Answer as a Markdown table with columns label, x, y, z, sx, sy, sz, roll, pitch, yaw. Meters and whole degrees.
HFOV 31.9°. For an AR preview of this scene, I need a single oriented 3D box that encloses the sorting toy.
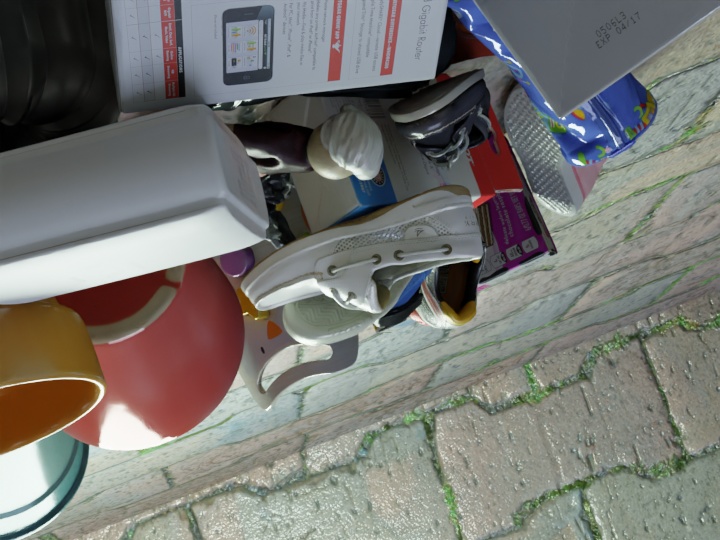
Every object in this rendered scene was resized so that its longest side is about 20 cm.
| label | x | y | z | sx | sy | sz | roll | pitch | yaw |
| --- | --- | --- | --- | --- | --- | --- | --- | --- | --- |
| sorting toy | -0.080 | 0.031 | 1.215 | 0.199 | 0.182 | 0.106 | -29 | 164 | 26 |

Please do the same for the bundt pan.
| label | x | y | z | sx | sy | sz | roll | pitch | yaw |
| --- | --- | --- | --- | --- | --- | --- | --- | --- | --- |
| bundt pan | -0.229 | -0.095 | 0.751 | 0.200 | 0.077 | 0.202 | -20 | 165 | -6 |

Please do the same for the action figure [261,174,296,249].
| label | x | y | z | sx | sy | sz | roll | pitch | yaw |
| --- | --- | --- | --- | --- | --- | --- | --- | --- | --- |
| action figure | -0.039 | -0.062 | 1.101 | 0.198 | 0.103 | 0.119 | -16 | 163 | -31 |

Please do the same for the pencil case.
| label | x | y | z | sx | sy | sz | roll | pitch | yaw |
| --- | --- | --- | --- | --- | --- | --- | --- | --- | --- |
| pencil case | 0.125 | -0.154 | 0.856 | 0.078 | 0.087 | 0.200 | -34 | 126 | 18 |

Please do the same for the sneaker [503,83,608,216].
| label | x | y | z | sx | sy | sz | roll | pitch | yaw |
| --- | --- | --- | --- | --- | --- | --- | --- | --- | --- |
| sneaker | 0.203 | -0.147 | 1.234 | 0.105 | 0.075 | 0.201 | -53 | 149 | -15 |

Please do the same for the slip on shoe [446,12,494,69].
| label | x | y | z | sx | sy | sz | roll | pitch | yaw |
| --- | --- | --- | --- | --- | --- | --- | --- | --- | --- |
| slip on shoe | 0.092 | -0.184 | 0.934 | 0.199 | 0.062 | 0.074 | -31 | 165 | 35 |

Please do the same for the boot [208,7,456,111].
| label | x | y | z | sx | sy | sz | roll | pitch | yaw |
| --- | --- | --- | --- | --- | --- | --- | --- | --- | --- |
| boot | -0.005 | -0.165 | 0.819 | 0.166 | 0.077 | 0.200 | -11 | 167 | -30 |

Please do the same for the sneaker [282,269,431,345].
| label | x | y | z | sx | sy | sz | roll | pitch | yaw |
| --- | --- | --- | --- | --- | --- | --- | --- | --- | --- |
| sneaker | 0.000 | 0.023 | 1.112 | 0.200 | 0.077 | 0.112 | -42 | 165 | -37 |

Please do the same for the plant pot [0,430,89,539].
| label | x | y | z | sx | sy | sz | roll | pitch | yaw |
| --- | --- | --- | --- | --- | --- | --- | --- | --- | --- |
| plant pot | -0.355 | 0.135 | 1.198 | 0.198 | 0.202 | 0.197 | -16 | 157 | -21 |

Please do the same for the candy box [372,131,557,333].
| label | x | y | z | sx | sy | sz | roll | pitch | yaw |
| --- | --- | --- | --- | --- | --- | --- | --- | --- | --- |
| candy box | 0.083 | -0.037 | 1.292 | 0.198 | 0.138 | 0.061 | -27 | 170 | 16 |

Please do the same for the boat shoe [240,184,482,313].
| label | x | y | z | sx | sy | sz | roll | pitch | yaw |
| --- | --- | --- | --- | --- | --- | --- | --- | --- | --- |
| boat shoe | 0.000 | 0.000 | 0.973 | 0.198 | 0.070 | 0.071 | -22 | 168 | 19 |

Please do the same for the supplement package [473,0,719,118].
| label | x | y | z | sx | sy | sz | roll | pitch | yaw |
| --- | --- | --- | --- | --- | --- | --- | --- | --- | --- |
| supplement package | 0.154 | -0.198 | 0.719 | 0.121 | 0.120 | 0.200 | -34 | -174 | 39 |

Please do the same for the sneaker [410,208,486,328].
| label | x | y | z | sx | sy | sz | roll | pitch | yaw |
| --- | --- | --- | --- | --- | --- | --- | --- | --- | --- |
| sneaker | 0.090 | -0.043 | 1.200 | 0.077 | 0.203 | 0.082 | -5 | -169 | -26 |

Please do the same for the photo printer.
| label | x | y | z | sx | sy | sz | roll | pitch | yaw |
| --- | --- | --- | --- | --- | --- | --- | --- | --- | --- |
| photo printer | -0.162 | -0.031 | 0.728 | 0.197 | 0.070 | 0.166 | -14 | 174 | 2 |

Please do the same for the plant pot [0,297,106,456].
| label | x | y | z | sx | sy | sz | roll | pitch | yaw |
| --- | --- | --- | --- | --- | --- | --- | --- | --- | --- |
| plant pot | -0.298 | 0.028 | 0.875 | 0.198 | 0.185 | 0.200 | -20 | 165 | -6 |

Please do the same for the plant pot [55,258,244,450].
| label | x | y | z | sx | sy | sz | roll | pitch | yaw |
| --- | --- | --- | --- | --- | --- | --- | --- | --- | --- |
| plant pot | -0.201 | 0.027 | 1.049 | 0.198 | 0.202 | 0.178 | -20 | 156 | -8 |

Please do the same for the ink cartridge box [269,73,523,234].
| label | x | y | z | sx | sy | sz | roll | pitch | yaw |
| --- | --- | --- | --- | --- | --- | --- | --- | --- | --- |
| ink cartridge box | 0.034 | -0.098 | 1.045 | 0.198 | 0.117 | 0.067 | -7 | 162 | -43 |

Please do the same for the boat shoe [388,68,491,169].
| label | x | y | z | sx | sy | sz | roll | pitch | yaw |
| --- | --- | --- | --- | --- | --- | --- | --- | --- | --- |
| boat shoe | 0.071 | -0.112 | 0.950 | 0.072 | 0.063 | 0.200 | -19 | -173 | 14 |

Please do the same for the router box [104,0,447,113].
| label | x | y | z | sx | sy | sz | roll | pitch | yaw |
| --- | --- | --- | --- | --- | --- | --- | --- | --- | --- |
| router box | -0.040 | -0.172 | 0.623 | 0.177 | 0.049 | 0.201 | -8 | 144 | -12 |

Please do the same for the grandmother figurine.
| label | x | y | z | sx | sy | sz | roll | pitch | yaw |
| --- | --- | --- | --- | --- | --- | --- | --- | --- | --- |
| grandmother figurine | -0.070 | -0.085 | 0.911 | 0.198 | 0.061 | 0.121 | 1 | -173 | 31 |
